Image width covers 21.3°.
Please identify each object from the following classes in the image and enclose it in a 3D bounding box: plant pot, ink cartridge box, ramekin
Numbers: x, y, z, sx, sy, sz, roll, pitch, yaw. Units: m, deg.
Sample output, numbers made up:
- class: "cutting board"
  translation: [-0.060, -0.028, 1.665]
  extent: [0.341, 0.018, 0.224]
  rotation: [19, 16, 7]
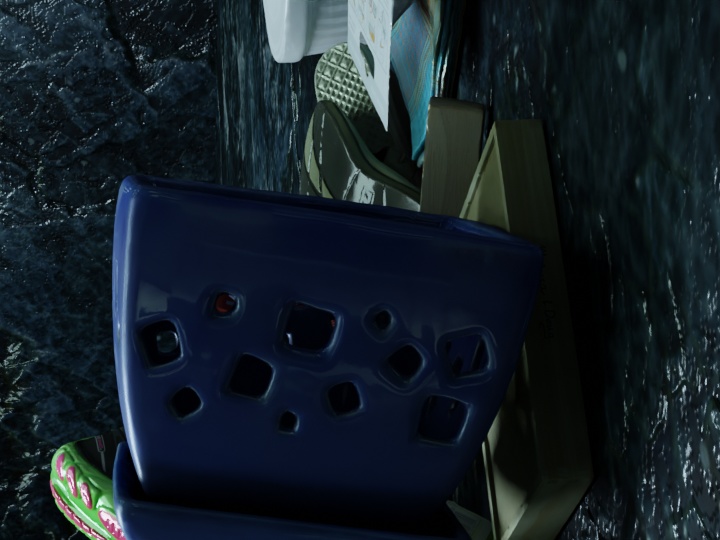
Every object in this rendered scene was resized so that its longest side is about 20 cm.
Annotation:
- class: "plant pot"
  translation: [-0.032, 0.054, 0.962]
  extent: [0.200, 0.199, 0.181]
  rotation: [-146, 63, -82]
- class: "ink cartridge box"
  translation: [0.025, -0.211, 1.205]
  extent: [0.163, 0.057, 0.201]
  rotation: [-110, 14, -63]
- class: "ramekin"
  translation: [-0.020, -0.258, 1.422]
  extent: [0.202, 0.094, 0.203]
  rotation: [178, 90, -82]

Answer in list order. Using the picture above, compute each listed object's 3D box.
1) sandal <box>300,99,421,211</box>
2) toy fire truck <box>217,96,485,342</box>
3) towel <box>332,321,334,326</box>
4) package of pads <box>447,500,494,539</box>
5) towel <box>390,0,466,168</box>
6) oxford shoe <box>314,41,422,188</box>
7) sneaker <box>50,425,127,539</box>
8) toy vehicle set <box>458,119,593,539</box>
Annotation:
- class: "sandal"
  translation: [0.016, -0.045, 1.289]
  extent: [0.201, 0.057, 0.080]
  rotation: [47, 129, 44]
- class: "toy fire truck"
  translation: [0.000, 0.000, 1.148]
  extent: [0.129, 0.175, 0.201]
  rotation: [128, 155, -69]
- class: "towel"
  translation: [-0.043, 0.070, 1.318]
  extent: [0.144, 0.199, 0.023]
  rotation: [-116, 8, -68]
- class: "package of pads"
  translation: [0.007, 0.241, 1.070]
  extent: [0.155, 0.068, 0.200]
  rotation: [-54, -7, -48]
- class: "towel"
  translation: [0.044, -0.186, 1.254]
  extent: [0.201, 0.022, 0.147]
  rotation: [97, 167, -45]
- class: "oxford shoe"
  translation: [0.017, -0.067, 1.362]
  extent: [0.058, 0.075, 0.201]
  rotation: [17, -124, -58]
- class: "sneaker"
  translation: [-0.117, 0.170, 1.258]
  extent: [0.200, 0.084, 0.077]
  rotation: [42, 142, 20]
- class: "toy vehicle set"
  translation: [0.084, 0.038, 1.015]
  extent: [0.124, 0.026, 0.201]
  rotation: [106, 160, -64]
